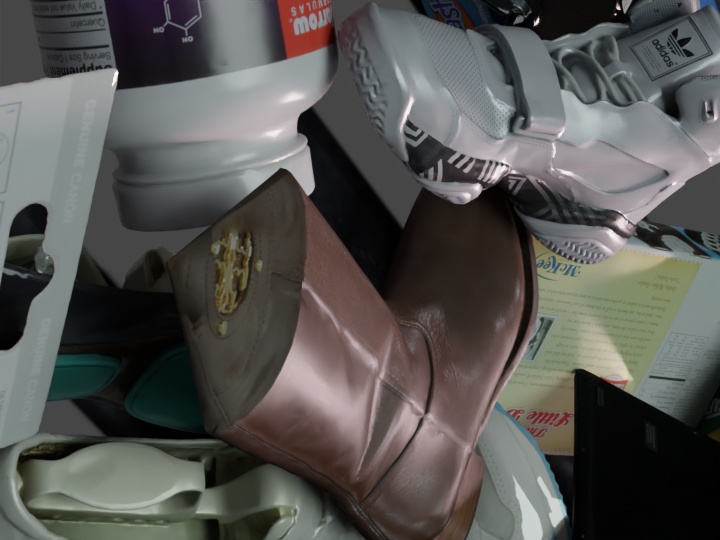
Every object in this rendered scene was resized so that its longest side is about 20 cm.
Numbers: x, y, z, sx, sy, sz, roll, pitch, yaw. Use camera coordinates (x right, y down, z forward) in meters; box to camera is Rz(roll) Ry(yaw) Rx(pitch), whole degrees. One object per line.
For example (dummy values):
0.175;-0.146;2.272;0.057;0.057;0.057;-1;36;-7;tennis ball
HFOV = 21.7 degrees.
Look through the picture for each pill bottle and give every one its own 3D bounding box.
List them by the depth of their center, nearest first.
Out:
-0.070;-0.122;0.692;0.112;0.112;0.202;-22;108;-40;pill bottle

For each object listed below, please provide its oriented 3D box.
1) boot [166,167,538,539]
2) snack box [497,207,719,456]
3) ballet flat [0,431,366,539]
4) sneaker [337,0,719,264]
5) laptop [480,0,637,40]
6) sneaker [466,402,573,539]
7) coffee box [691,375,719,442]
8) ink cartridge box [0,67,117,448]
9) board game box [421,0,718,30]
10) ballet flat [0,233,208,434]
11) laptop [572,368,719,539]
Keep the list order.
0.000;0.000;0.707;0.200;0.064;0.188;44;47;-53;boot
0.107;0.031;0.893;0.199;0.037;0.117;9;114;-44;snack box
-0.062;0.091;0.722;0.198;0.069;0.070;6;89;-32;ballet flat
0.081;-0.076;0.734;0.199;0.115;0.076;26;34;-49;sneaker
0.068;-0.172;0.829;0.178;0.102;0.201;-60;153;-21;laptop
0.038;0.152;0.790;0.080;0.076;0.203;-2;93;-40;sneaker
0.223;0.016;0.965;0.044;0.123;0.202;23;73;-12;coffee box
-0.182;0.004;0.578;0.199;0.047;0.161;-14;136;-38;ink cartridge box
0.100;-0.137;0.898;0.152;0.045;0.201;-42;121;-32;board game box
-0.092;0.020;0.715;0.198;0.073;0.074;7;88;-38;ballet flat
0.151;0.179;0.836;0.199;0.116;0.188;29;30;-10;laptop
